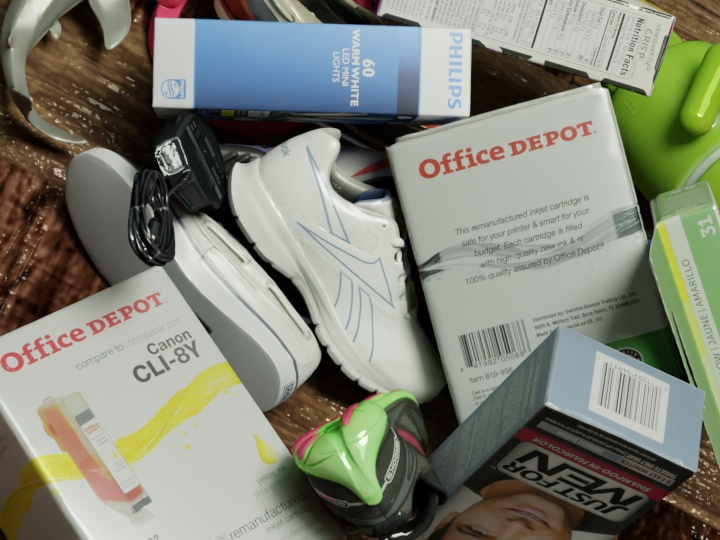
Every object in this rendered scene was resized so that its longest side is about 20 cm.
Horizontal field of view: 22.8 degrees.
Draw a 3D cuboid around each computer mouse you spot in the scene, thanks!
[{"bbox_3d":[-0.115,-0.046,1.049,0.200,0.034,0.059,-73,142,-70],"label":"computer mouse"}]

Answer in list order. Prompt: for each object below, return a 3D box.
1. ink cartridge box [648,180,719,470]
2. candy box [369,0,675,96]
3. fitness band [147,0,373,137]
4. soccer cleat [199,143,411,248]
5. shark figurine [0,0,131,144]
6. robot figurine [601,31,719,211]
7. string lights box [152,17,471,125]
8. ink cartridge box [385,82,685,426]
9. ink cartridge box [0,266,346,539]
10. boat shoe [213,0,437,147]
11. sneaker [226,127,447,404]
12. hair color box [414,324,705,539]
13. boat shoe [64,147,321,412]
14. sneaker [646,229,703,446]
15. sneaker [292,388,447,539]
[{"bbox_3d":[0.222,0.032,1.114,0.200,0.048,0.146,-55,125,-76],"label":"ink cartridge box"},{"bbox_3d":[0.109,-0.187,1.257,0.199,0.061,0.136,16,13,-7],"label":"candy box"},{"bbox_3d":[-0.068,-0.177,1.280,0.143,0.037,0.200,39,50,-3],"label":"fitness band"},{"bbox_3d":[-0.044,-0.056,1.199,0.199,0.069,0.073,3,23,-16],"label":"soccer cleat"},{"bbox_3d":[-0.199,-0.187,1.170,0.128,0.090,0.215,22,57,14],"label":"shark figurine"},{"bbox_3d":[0.258,-0.090,1.328,0.115,0.176,0.200,-32,54,-1],"label":"robot figurine"},{"bbox_3d":[-0.033,-0.128,1.153,0.199,0.103,0.059,1,91,-4],"label":"string lights box"},{"bbox_3d":[0.111,-0.005,1.136,0.146,0.083,0.201,-14,94,5],"label":"ink cartridge box"},{"bbox_3d":[-0.127,0.116,1.013,0.145,0.083,0.200,-25,73,-38],"label":"ink cartridge box"},{"bbox_3d":[-0.008,-0.153,1.236,0.199,0.063,0.071,35,47,-9],"label":"boat shoe"},{"bbox_3d":[0.000,0.000,1.130,0.200,0.087,0.075,53,16,-17],"label":"sneaker"},{"bbox_3d":[0.108,0.121,1.061,0.099,0.200,0.061,24,51,-11],"label":"hair color box"},{"bbox_3d":[-0.102,-0.002,1.119,0.200,0.072,0.066,44,39,8],"label":"boat shoe"},{"bbox_3d":[0.206,0.050,1.262,0.201,0.075,0.077,-81,149,-47],"label":"sneaker"},{"bbox_3d":[0.008,0.121,1.047,0.084,0.076,0.200,60,9,4],"label":"sneaker"}]
